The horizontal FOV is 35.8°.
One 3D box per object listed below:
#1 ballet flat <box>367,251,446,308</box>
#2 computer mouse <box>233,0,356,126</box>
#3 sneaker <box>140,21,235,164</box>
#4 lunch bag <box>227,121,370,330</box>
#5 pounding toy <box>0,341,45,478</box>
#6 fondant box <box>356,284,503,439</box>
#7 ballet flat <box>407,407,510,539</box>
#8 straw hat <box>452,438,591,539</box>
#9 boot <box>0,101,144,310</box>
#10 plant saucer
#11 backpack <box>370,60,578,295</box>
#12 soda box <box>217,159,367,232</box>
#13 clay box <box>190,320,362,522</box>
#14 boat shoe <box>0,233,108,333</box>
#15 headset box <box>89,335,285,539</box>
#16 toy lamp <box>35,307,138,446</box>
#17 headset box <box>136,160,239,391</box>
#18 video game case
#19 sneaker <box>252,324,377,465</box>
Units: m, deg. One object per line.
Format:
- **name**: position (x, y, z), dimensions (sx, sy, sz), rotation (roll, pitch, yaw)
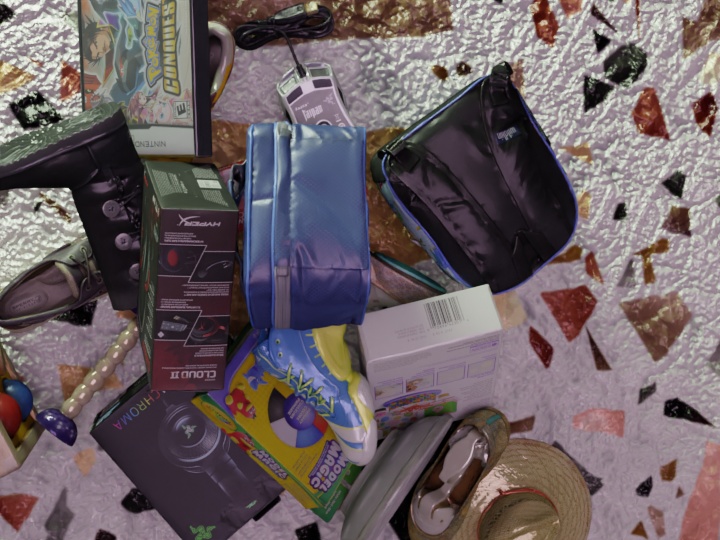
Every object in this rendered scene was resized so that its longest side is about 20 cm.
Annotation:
- **ballet flat**: position (0.000, 0.000, 1.238), dimensions (0.198, 0.068, 0.068), rotation (32, 96, 1)
- **computer mouse**: position (-0.055, -0.186, 1.215), dimensions (0.108, 0.044, 0.203), rotation (-20, 99, -1)
- **sneaker**: position (-0.193, -0.170, 1.177), dimensions (0.074, 0.090, 0.202), rotation (22, 93, -9)
- **lunch bag**: position (-0.061, -0.049, 1.063), dimensions (0.130, 0.136, 0.203), rotation (0, 68, -5)
- **pounding toy**: position (-0.406, 0.109, 1.136), dimensions (0.141, 0.184, 0.202), rotation (-25, 99, -4)
- **fondant box**: position (0.072, 0.103, 1.192), dimensions (0.142, 0.201, 0.059), rotation (-13, 58, -5)
- **ballet flat**: position (0.099, 0.240, 1.250), dimensions (0.070, 0.071, 0.202), rotation (27, 109, -9)
- **straw hat**: position (0.184, 0.301, 1.280), dimensions (0.198, 0.085, 0.205), rotation (-1, 96, -6)
- **boot**: position (-0.279, -0.049, 1.138), dimensions (0.163, 0.066, 0.202), rotation (-20, 120, -1)
- **plant saucer**: position (0.027, 0.229, 1.206), dimensions (0.050, 0.200, 0.202), rotation (33, 92, 10)
- **backpack**: position (0.128, -0.085, 1.197), dimensions (0.182, 0.147, 0.201), rotation (-36, 95, -4)
- **soda box**: position (-0.096, -0.087, 1.173), dimensions (0.197, 0.063, 0.071), rotation (-17, 100, -1)
- **clay box**: position (-0.067, 0.156, 1.161), dimensions (0.200, 0.047, 0.115), rotation (44, 56, -14)
- **boat shoe**: position (-0.307, 0.006, 1.196), dimensions (0.198, 0.065, 0.073), rotation (-28, 98, -4)
- **headset box**: position (-0.164, 0.186, 1.221), dimensions (0.173, 0.093, 0.201), rotation (-38, 100, -1)
- **toy lamp**: position (-0.268, 0.094, 1.207), dimensions (0.058, 0.058, 0.201), rotation (38, 81, -10)
- **headset box**: position (-0.171, 0.012, 1.078), dimensions (0.074, 0.149, 0.203), rotation (1, 112, -17)
- **video game case**: position (-0.224, -0.217, 1.141), dimensions (0.025, 0.179, 0.203), rotation (-10, 101, -51)
- **sneaker**: position (-0.053, 0.106, 1.123), dimensions (0.104, 0.076, 0.203), rotation (-12, 77, -20)
